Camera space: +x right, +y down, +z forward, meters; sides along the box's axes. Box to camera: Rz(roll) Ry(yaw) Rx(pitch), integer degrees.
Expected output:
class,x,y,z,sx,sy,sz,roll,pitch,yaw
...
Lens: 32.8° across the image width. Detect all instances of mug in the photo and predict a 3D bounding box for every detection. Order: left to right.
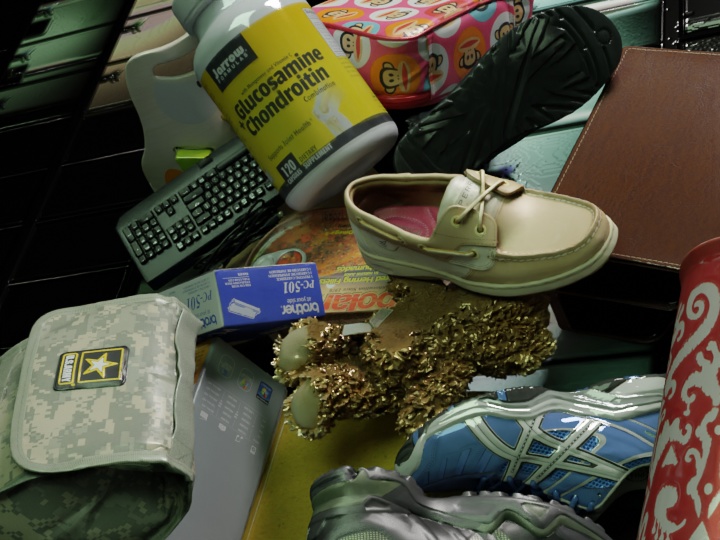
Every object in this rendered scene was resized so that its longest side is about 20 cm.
class,x,y,z,sx,sy,sz,roll,pitch,yaw
mug,0.231,0.088,0.687,0.133,0.178,0.201,18,66,6

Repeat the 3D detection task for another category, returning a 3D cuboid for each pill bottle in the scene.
class,x,y,z,sx,sy,sz,roll,pitch,yaw
pill bottle,-0.067,-0.158,1.007,0.112,0.112,0.200,-36,85,-5

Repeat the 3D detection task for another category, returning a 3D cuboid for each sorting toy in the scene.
class,x,y,z,sx,sy,sz,roll,pitch,yaw
sorting toy,-0.124,-0.159,1.118,0.200,0.180,0.107,-40,43,-9

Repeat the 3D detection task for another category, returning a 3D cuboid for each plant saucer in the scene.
class,x,y,z,sx,sy,sz,roll,pitch,yaw
plant saucer,-0.005,0.159,0.849,0.199,0.049,0.201,-5,48,26

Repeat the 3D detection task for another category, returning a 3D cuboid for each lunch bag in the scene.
class,x,y,z,sx,sy,sz,roll,pitch,yaw
lunch bag,-0.187,0.113,0.786,0.200,0.118,0.164,-36,31,17
lunch bag,0.040,-0.218,1.106,0.200,0.082,0.176,-27,36,-36

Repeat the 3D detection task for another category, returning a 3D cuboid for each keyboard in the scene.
class,x,y,z,sx,sy,sz,roll,pitch,yaw
keyboard,-0.115,-0.061,1.061,0.200,0.040,0.104,-35,74,1

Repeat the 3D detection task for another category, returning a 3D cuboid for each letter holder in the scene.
class,x,y,z,sx,sy,sz,roll,pitch,yaw
letter holder,0.230,-0.054,0.876,0.142,0.101,0.200,9,56,33

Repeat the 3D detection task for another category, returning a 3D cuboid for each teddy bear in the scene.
class,x,y,z,sx,sy,sz,roll,pitch,yaw
teddy bear,0.035,0.058,0.844,0.199,0.067,0.145,-28,37,-14

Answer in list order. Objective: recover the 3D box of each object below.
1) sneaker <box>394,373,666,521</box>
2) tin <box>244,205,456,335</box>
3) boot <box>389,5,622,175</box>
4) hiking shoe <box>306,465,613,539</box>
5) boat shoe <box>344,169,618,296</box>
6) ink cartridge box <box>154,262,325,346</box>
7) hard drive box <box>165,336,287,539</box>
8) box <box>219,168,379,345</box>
class,x,y,z,sx,sy,sz,roll,pitch,yaw
sneaker,0.121,0.119,0.772,0.199,0.076,0.077,-10,61,1
tin,0.000,0.000,0.971,0.199,0.042,0.112,-3,46,26
boot,0.106,-0.130,0.974,0.200,0.077,0.168,-38,4,5
hiking shoe,0.061,0.186,0.739,0.199,0.076,0.101,10,63,1
boat shoe,0.071,-0.032,0.820,0.199,0.069,0.074,2,51,35
ink cartridge box,-0.125,0.039,0.943,0.200,0.094,0.044,-20,78,49
hard drive box,-0.152,0.165,0.874,0.156,0.077,0.201,-24,39,39
box,-0.025,-0.007,1.035,0.163,0.021,0.200,-37,43,-4
